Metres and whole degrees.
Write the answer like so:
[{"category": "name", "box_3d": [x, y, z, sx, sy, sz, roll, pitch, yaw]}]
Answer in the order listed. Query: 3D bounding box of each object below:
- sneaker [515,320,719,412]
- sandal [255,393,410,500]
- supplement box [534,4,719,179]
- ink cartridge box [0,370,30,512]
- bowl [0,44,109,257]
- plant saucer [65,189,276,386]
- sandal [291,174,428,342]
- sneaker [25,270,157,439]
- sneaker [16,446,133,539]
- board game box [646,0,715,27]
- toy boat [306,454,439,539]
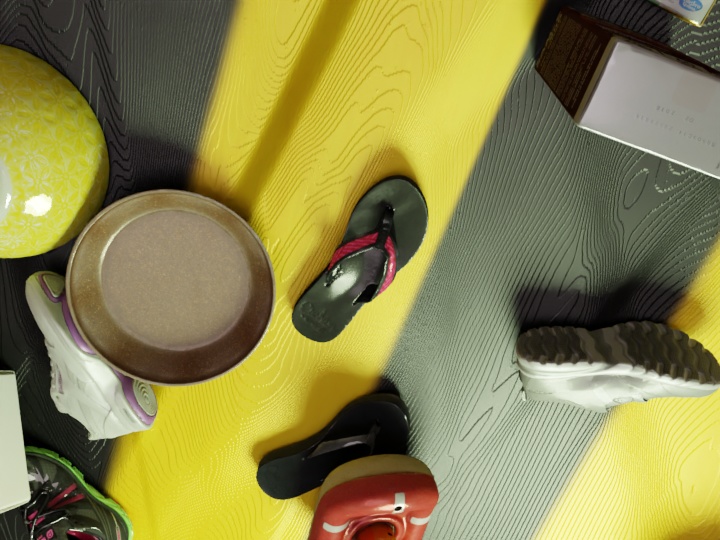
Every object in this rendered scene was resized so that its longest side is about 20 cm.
[{"category": "sneaker", "box_3d": [0.252, 0.101, 0.760, 0.197, 0.075, 0.083, 4, 130, 9]}, {"category": "sandal", "box_3d": [-0.027, 0.204, 0.833, 0.199, 0.043, 0.076, -34, 108, 18]}, {"category": "supplement box", "box_3d": [0.202, -0.141, 0.568, 0.108, 0.201, 0.061, 19, 114, -5]}, {"category": "ink cartridge box", "box_3d": [-0.465, 0.196, 0.810, 0.197, 0.084, 0.147, -12, 83, 10]}, {"category": "bowl", "box_3d": [-0.340, -0.091, 0.685, 0.197, 0.108, 0.203, 2, 115, 4]}, {"category": "plant saucer", "box_3d": [-0.182, 0.015, 0.747, 0.197, 0.037, 0.203, -2, 111, -6]}, {"category": "sandal", "box_3d": [0.000, 0.000, 0.735, 0.075, 0.045, 0.201, 31, 113, -10]}, {"category": "sneaker", "box_3d": [-0.296, 0.097, 0.787, 0.099, 0.075, 0.202, -21, 111, 13]}, {"category": "sneaker", "box_3d": [-0.348, 0.272, 0.868, 0.199, 0.084, 0.077, 38, 112, -13]}, {"category": "board game box", "box_3d": [0.244, -0.312, 0.573, 0.152, 0.040, 0.201, 24, 114, -7]}, {"category": "toy boat", "box_3d": [0.018, 0.291, 0.802, 0.129, 0.131, 0.202, 0, 127, -18]}]
